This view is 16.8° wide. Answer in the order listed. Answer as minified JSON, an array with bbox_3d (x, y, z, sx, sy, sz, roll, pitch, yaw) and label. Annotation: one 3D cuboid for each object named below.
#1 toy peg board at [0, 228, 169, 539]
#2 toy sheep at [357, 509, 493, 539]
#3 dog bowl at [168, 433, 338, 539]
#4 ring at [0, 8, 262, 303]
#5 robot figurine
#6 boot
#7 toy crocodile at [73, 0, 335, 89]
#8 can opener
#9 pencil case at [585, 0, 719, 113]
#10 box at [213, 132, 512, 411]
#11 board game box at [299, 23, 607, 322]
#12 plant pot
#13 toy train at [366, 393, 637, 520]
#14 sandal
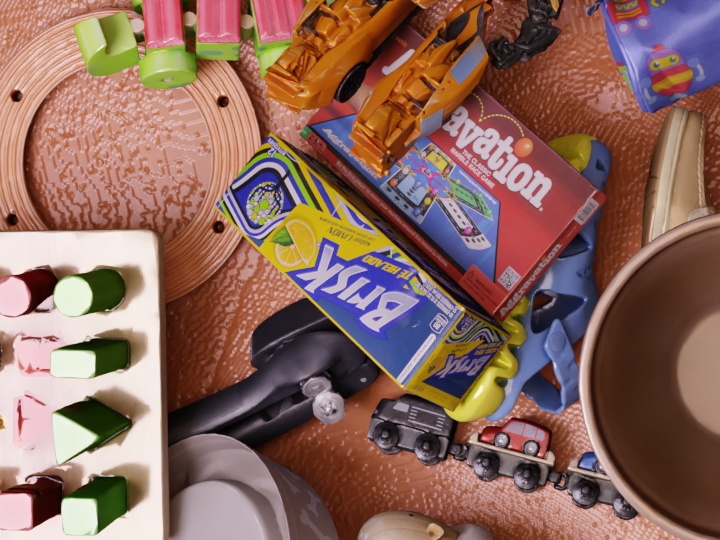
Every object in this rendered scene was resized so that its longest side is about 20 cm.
[{"bbox_3d":[-0.226,0.077,1.513,0.197,0.098,0.202,0,93,8],"label":"toy peg board"},{"bbox_3d":[0.061,0.238,1.540,0.137,0.138,0.201,-29,100,7],"label":"toy sheep"},{"bbox_3d":[-0.088,0.207,1.547,0.199,0.058,0.202,-19,64,45],"label":"dog bowl"},{"bbox_3d":[-0.161,-0.073,1.629,0.199,0.019,0.202,0,91,9],"label":"ring"},{"bbox_3d":[0.039,-0.160,1.544,0.145,0.058,0.200,35,70,18],"label":"robot figurine"},{"bbox_3d":[0.254,-0.001,1.539,0.154,0.073,0.202,2,83,5],"label":"boot"},{"bbox_3d":[-0.087,-0.159,1.583,0.198,0.062,0.068,-5,78,-7],"label":"toy crocodile"},{"bbox_3d":[-0.076,0.093,1.603,0.199,0.079,0.063,-33,124,10],"label":"can opener"},{"bbox_3d":[0.246,-0.172,1.537,0.199,0.087,0.078,-24,117,8],"label":"pencil case"},{"bbox_3d":[0.000,0.000,1.538,0.200,0.070,0.064,42,98,34],"label":"box"},{"bbox_3d":[0.056,-0.068,1.554,0.103,0.019,0.200,-49,58,5],"label":"board game box"},{"bbox_3d":[0.231,0.064,1.460,0.199,0.093,0.203,0,91,6],"label":"plant pot"},{"bbox_3d":[0.103,0.118,1.582,0.198,0.034,0.046,15,80,9],"label":"toy train"},{"bbox_3d":[0.119,0.011,1.566,0.087,0.079,0.201,22,86,-26],"label":"sandal"}]
